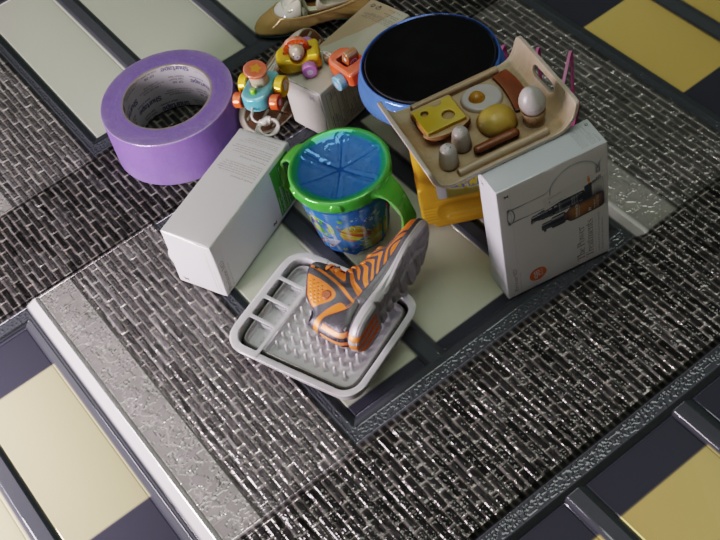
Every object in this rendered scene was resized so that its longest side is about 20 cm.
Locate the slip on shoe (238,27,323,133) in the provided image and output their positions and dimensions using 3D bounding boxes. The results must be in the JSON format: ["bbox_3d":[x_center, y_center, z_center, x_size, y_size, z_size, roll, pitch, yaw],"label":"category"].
[{"bbox_3d":[-0.125,-0.279,1.825,0.061,0.076,0.200,-10,47,53],"label":"slip on shoe"}]

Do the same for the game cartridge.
[{"bbox_3d":[0.154,-0.137,1.561,0.176,0.200,0.033,-12,51,2],"label":"game cartridge"}]

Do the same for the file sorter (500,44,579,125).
[{"bbox_3d":[0.189,-0.228,1.675,0.199,0.126,0.139,6,53,16],"label":"file sorter"}]

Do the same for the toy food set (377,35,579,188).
[{"bbox_3d":[0.136,-0.192,1.440,0.200,0.060,0.144,-25,52,-9],"label":"toy food set"}]

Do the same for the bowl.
[{"bbox_3d":[0.094,-0.268,1.621,0.200,0.039,0.201,-6,50,7],"label":"bowl"}]

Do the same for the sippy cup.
[{"bbox_3d":[-0.017,-0.096,1.608,0.139,0.130,0.178,-23,51,-6],"label":"sippy cup"}]

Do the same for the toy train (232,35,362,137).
[{"bbox_3d":[-0.083,-0.272,1.693,0.200,0.056,0.150,-33,50,-13],"label":"toy train"}]

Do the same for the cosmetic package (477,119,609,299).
[{"bbox_3d":[0.227,-0.071,1.494,0.150,0.200,0.052,-24,50,-7],"label":"cosmetic package"}]

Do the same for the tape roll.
[{"bbox_3d":[-0.273,-0.226,1.796,0.199,0.085,0.200,-5,52,7],"label":"tape roll"}]

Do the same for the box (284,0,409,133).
[{"bbox_3d":[-0.013,-0.295,1.792,0.078,0.095,0.200,31,62,31],"label":"box"}]

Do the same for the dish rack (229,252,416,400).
[{"bbox_3d":[-0.045,0.074,1.535,0.200,0.044,0.172,21,58,26],"label":"dish rack"}]

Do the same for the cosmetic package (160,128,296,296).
[{"bbox_3d":[-0.171,-0.080,1.643,0.085,0.108,0.200,18,59,23],"label":"cosmetic package"}]

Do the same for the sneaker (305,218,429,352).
[{"bbox_3d":[0.000,0.000,1.509,0.112,0.078,0.200,22,58,24],"label":"sneaker"}]

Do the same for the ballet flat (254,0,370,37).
[{"bbox_3d":[-0.074,-0.419,1.922,0.199,0.063,0.069,-13,50,2],"label":"ballet flat"}]
